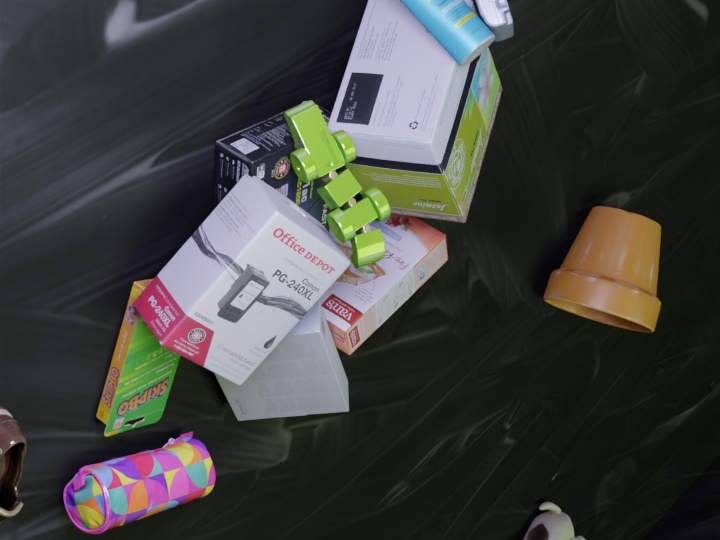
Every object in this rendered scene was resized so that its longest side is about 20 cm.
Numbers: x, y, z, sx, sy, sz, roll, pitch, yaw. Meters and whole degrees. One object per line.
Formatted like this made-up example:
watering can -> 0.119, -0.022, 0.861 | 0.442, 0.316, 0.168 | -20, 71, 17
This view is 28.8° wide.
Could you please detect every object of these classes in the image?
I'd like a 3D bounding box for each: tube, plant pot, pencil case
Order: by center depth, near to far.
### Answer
tube -> 0.067, -0.319, 1.577 | 0.077, 0.200, 0.050 | -37, 173, -36
pencil case -> -0.269, 0.261, 1.725 | 0.200, 0.088, 0.088 | -13, 128, -55
plant pot -> 0.442, -0.007, 2.458 | 0.200, 0.200, 0.183 | 26, 81, -61

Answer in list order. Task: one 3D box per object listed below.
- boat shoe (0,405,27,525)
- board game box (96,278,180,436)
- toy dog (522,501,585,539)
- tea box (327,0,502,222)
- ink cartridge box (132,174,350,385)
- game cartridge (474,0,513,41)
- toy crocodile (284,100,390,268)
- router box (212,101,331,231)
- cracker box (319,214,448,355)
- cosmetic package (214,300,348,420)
boat shoe -> -0.402, 0.246, 1.508 | 0.075, 0.075, 0.202 | -19, 133, -48
board game box -> -0.250, 0.099, 1.650 | 0.096, 0.030, 0.200 | -11, 124, -52
toy dog -> 0.388, 0.618, 3.020 | 0.200, 0.139, 0.194 | -33, 130, -37
tea box -> 0.070, -0.194, 1.686 | 0.197, 0.134, 0.200 | 58, 44, -60
ink cartridge box -> -0.131, 0.012, 1.581 | 0.200, 0.083, 0.145 | -48, 137, 7
game cartridge -> 0.132, -0.367, 1.624 | 0.041, 0.200, 0.133 | -18, 178, 10
toy crocodile -> -0.027, -0.096, 1.582 | 0.067, 0.200, 0.062 | -32, -171, -18
router box -> -0.102, -0.083, 1.663 | 0.150, 0.062, 0.200 | -31, 141, -40
cracker box -> 0.000, 0.000, 1.825 | 0.200, 0.134, 0.058 | -44, 148, -24
cosmetic package -> -0.105, 0.117, 1.771 | 0.200, 0.151, 0.052 | 74, 11, -54
